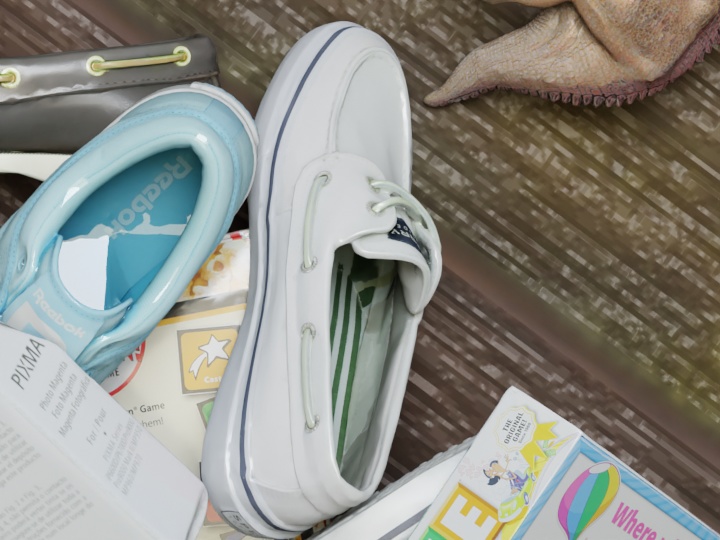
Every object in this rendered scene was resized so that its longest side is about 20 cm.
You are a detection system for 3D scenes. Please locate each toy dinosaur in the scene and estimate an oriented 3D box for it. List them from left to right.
[{"bbox_3d":[0.116,-0.112,1.027,0.135,0.086,0.200,42,94,-7],"label":"toy dinosaur"}]

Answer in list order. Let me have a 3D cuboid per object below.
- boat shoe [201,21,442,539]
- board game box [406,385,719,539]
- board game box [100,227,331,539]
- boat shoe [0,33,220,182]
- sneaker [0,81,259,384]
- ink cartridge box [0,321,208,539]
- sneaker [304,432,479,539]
[{"bbox_3d":[0.000,0.000,0.996,0.073,0.067,0.201,28,60,-41],"label":"boat shoe"},{"bbox_3d":[0.071,0.135,0.973,0.034,0.200,0.135,33,88,38],"label":"board game box"},{"bbox_3d":[-0.086,0.095,1.033,0.151,0.046,0.201,-11,89,-1],"label":"board game box"},{"bbox_3d":[-0.151,-0.063,1.023,0.201,0.072,0.061,3,92,-10],"label":"boat shoe"},{"bbox_3d":[-0.113,0.016,0.963,0.074,0.082,0.200,37,96,-2],"label":"sneaker"},{"bbox_3d":[-0.176,0.062,0.939,0.162,0.057,0.200,-37,105,25],"label":"ink cartridge box"},{"bbox_3d":[-0.013,0.133,0.974,0.200,0.078,0.080,-34,87,6],"label":"sneaker"}]
